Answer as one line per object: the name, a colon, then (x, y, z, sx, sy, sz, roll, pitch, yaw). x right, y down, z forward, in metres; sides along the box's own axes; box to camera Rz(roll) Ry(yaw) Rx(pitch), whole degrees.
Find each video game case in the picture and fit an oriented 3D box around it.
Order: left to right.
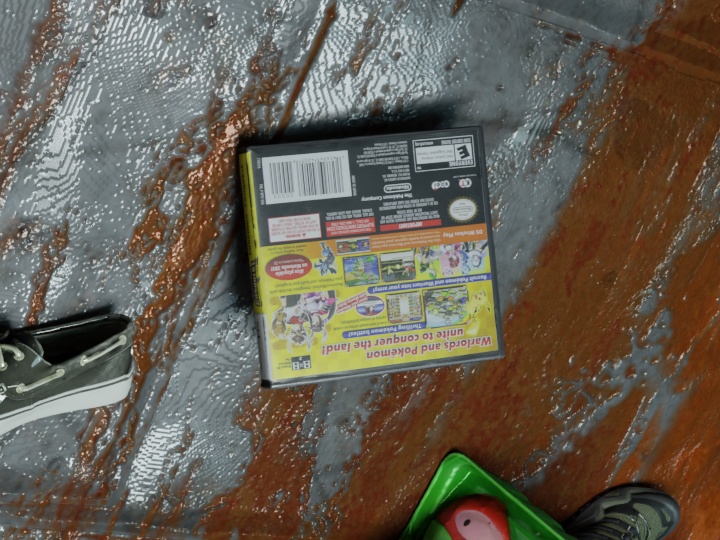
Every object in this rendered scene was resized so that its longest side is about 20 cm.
video game case: (0.010, -0.012, 1.645, 0.198, 0.025, 0.183, -6, 92, -23)

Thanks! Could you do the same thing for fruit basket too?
fruit basket: (0.104, 0.271, 1.853, 0.214, 0.216, 0.156, 16, 108, -41)

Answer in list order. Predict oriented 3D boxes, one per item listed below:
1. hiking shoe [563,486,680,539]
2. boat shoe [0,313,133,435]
hiking shoe: (0.229, 0.270, 2.010, 0.199, 0.101, 0.076, -19, 128, -25)
boat shoe: (-0.253, 0.072, 1.564, 0.199, 0.071, 0.064, -15, 127, -37)
